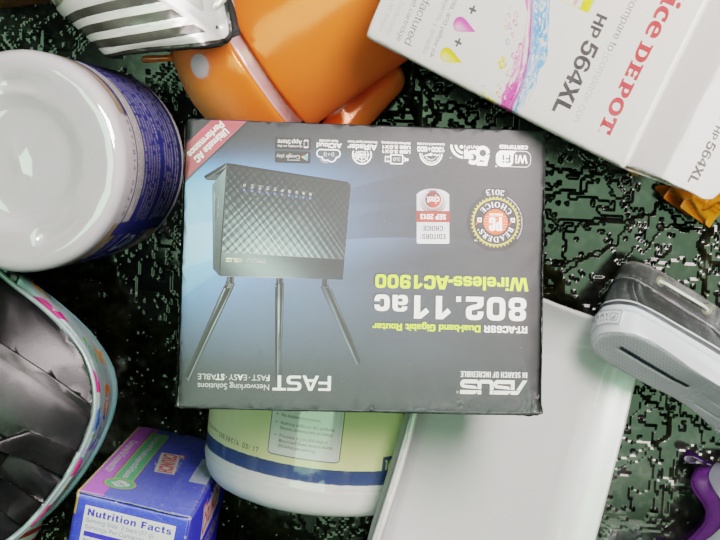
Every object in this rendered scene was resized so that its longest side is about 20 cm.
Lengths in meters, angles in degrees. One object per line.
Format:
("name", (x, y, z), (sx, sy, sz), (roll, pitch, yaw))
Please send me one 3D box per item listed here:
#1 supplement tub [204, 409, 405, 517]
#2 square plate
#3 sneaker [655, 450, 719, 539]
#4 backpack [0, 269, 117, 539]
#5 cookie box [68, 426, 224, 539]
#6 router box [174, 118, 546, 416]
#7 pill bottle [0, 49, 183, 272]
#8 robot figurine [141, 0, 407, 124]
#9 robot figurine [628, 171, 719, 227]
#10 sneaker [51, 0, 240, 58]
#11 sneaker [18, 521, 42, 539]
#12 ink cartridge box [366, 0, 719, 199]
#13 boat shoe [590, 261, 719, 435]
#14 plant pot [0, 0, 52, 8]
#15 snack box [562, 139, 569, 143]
("supplement tub", (-0.019, 0.038, 0.760), (0.143, 0.145, 0.203), (7, 96, 5))
("square plate", (0.090, 0.114, 0.752), (0.199, 0.028, 0.201), (19, 85, -40))
("sneaker", (0.231, 0.224, 0.800), (0.086, 0.074, 0.203), (15, 89, 21))
("backpack", (-0.251, 0.071, 0.726), (0.199, 0.151, 0.178), (35, 84, 3))
("cookie box", (-0.145, 0.221, 0.777), (0.074, 0.171, 0.203), (12, 95, 1))
("router box", (0.000, 0.000, 0.652), (0.197, 0.062, 0.152), (1, 87, -3))
("pill bottle", (-0.173, -0.066, 0.738), (0.118, 0.200, 0.122), (1, 95, 6))
("robot figurine", (-0.035, -0.155, 0.760), (0.199, 0.144, 0.117), (-33, 67, 7))
("robot figurine", (0.232, -0.138, 0.747), (0.144, 0.058, 0.201), (28, 98, -31))
("sneaker", (-0.088, -0.198, 0.689), (0.200, 0.076, 0.116), (-42, 114, -9))
("sneaker", (-0.310, 0.143, 0.833), (0.197, 0.078, 0.117), (18, 95, 5))
("ink cartridge box", (0.131, -0.138, 0.663), (0.199, 0.125, 0.130), (32, 104, 28))
("boat shoe", (0.241, 0.059, 0.773), (0.199, 0.072, 0.072), (32, 65, -13))
("plant pot", (-0.195, -0.244, 0.751), (0.197, 0.186, 0.189), (4, 96, -12))
("snack box", (0.153, -0.197, 0.777), (0.116, 0.037, 0.201), (37, 97, 1))
